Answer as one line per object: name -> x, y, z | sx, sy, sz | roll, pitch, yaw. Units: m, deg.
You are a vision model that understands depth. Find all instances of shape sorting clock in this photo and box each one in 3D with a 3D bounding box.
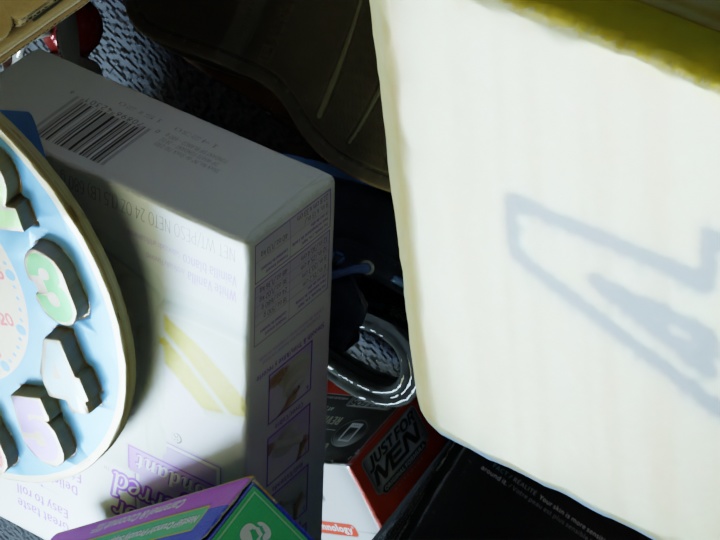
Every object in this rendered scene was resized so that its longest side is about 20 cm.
shape sorting clock -> -0.168, -0.001, 1.016 | 0.199, 0.039, 0.201 | 23, 131, 29

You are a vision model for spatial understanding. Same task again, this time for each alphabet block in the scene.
alphabet block -> 0.137, -0.042, 0.803 | 0.196, 0.195, 0.201 | 23, 140, 27

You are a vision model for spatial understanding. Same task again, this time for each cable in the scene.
cable -> -0.046, 0.019, 1.243 | 0.199, 0.050, 0.098 | -4, 98, 34

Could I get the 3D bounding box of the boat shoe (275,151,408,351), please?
boat shoe -> 0.000, 0.000, 1.049 | 0.199, 0.069, 0.084 | 14, 171, 6

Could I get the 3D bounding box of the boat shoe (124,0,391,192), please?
boat shoe -> -0.003, -0.081, 1.039 | 0.200, 0.072, 0.068 | 36, -174, 35

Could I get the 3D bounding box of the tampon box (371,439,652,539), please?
tampon box -> 0.060, 0.168, 1.093 | 0.149, 0.127, 0.200 | 33, 150, 1

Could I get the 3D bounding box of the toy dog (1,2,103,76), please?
toy dog -> -0.147, -0.064, 1.124 | 0.132, 0.096, 0.201 | -22, 84, 44

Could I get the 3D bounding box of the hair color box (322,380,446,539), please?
hair color box -> 0.017, 0.148, 1.277 | 0.101, 0.061, 0.201 | 4, 130, 45

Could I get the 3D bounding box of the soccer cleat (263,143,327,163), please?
soccer cleat -> -0.070, -0.008, 1.167 | 0.199, 0.070, 0.087 | -2, 84, 48

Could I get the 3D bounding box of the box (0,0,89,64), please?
box -> -0.124, -0.179, 0.861 | 0.201, 0.163, 0.021 | 58, -174, 15

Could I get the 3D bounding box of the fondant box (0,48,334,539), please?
fondant box -> -0.086, 0.031, 1.039 | 0.144, 0.058, 0.201 | 24, 133, 26

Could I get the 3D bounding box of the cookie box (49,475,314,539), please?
cookie box -> -0.033, 0.180, 1.002 | 0.200, 0.075, 0.171 | 46, 150, -15
